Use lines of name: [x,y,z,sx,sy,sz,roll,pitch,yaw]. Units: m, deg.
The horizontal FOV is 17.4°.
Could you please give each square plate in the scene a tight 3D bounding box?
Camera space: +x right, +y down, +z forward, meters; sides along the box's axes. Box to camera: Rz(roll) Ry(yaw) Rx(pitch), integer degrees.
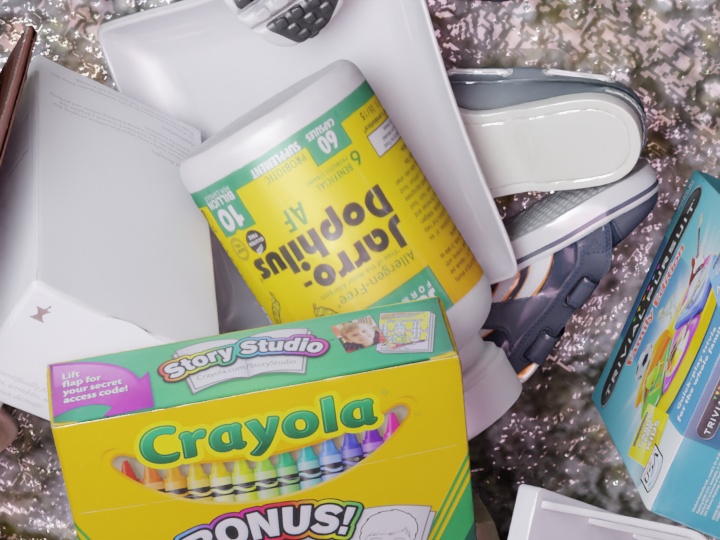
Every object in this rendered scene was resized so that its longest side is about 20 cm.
square plate: [-0.028,-0.070,1.312,0.197,0.028,0.201,-14,105,25]

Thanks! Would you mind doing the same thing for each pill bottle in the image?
pill bottle: [0.000,0.000,1.249,0.112,0.113,0.201,-31,98,5]

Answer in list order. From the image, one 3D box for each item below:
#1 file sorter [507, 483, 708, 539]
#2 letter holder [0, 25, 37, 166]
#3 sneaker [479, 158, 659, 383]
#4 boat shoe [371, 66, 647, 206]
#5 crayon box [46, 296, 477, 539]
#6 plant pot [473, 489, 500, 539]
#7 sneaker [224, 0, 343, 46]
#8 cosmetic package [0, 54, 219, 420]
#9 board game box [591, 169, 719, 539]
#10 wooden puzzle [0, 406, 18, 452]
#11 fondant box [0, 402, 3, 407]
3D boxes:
file sorter: [0.171,0.208,1.235,0.199,0.124,0.140,23,78,-50]
letter holder: [-0.244,-0.036,1.174,0.100,0.201,0.142,23,141,-18]
sneaker: [0.094,0.013,1.344,0.199,0.078,0.080,-30,99,16]
boat shoe: [0.065,-0.080,1.326,0.198,0.062,0.073,0,115,18]
crayon box: [-0.044,0.112,1.183,0.198,0.058,0.174,-10,127,-4]
plant pot: [0.006,0.219,1.337,0.198,0.200,0.179,0,94,-3]
sneaker: [-0.067,-0.206,1.214,0.075,0.081,0.201,-30,125,-1]
cosmetic package: [-0.142,-0.010,1.237,0.112,0.201,0.081,25,123,-24]
board game box: [0.190,0.040,1.290,0.047,0.200,0.152,22,101,-8]
wooden puzzle: [-0.324,0.086,1.358,0.200,0.046,0.185,-41,102,12]
fondant box: [-0.248,0.020,1.270,0.144,0.201,0.058,35,137,-10]
